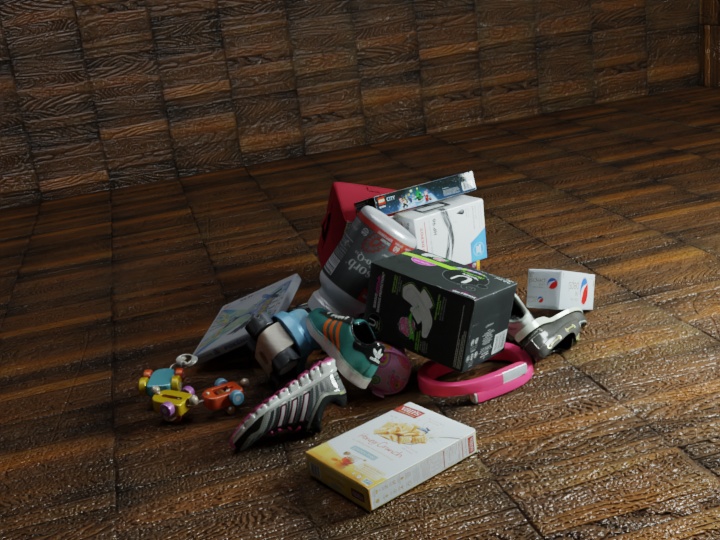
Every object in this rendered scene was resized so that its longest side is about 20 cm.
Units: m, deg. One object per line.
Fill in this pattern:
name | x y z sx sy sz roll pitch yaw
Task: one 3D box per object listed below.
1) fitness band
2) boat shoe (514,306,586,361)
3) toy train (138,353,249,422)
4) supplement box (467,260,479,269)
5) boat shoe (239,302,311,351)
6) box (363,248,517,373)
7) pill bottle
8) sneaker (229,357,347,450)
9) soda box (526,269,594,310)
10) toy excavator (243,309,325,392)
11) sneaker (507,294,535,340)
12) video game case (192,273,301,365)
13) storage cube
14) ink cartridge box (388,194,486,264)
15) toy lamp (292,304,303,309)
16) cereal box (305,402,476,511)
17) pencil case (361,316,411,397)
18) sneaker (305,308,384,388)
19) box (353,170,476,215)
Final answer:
fitness band | 0.187 0.164 1.498 0.198 0.038 0.143 -16 17 -26
boat shoe | 0.332 0.111 1.560 0.200 0.072 0.061 -11 59 -49
toy train | -0.280 0.205 1.532 0.149 0.056 0.199 -18 24 -33
supplement box | 0.137 0.048 1.740 0.085 0.112 0.199 11 26 43
boat shoe | -0.131 0.110 1.718 0.197 0.073 0.068 -15 9 7
box | 0.126 0.059 1.497 0.198 0.126 0.148 21 22 32
pill bottle | 0.000 0.000 1.603 0.115 0.201 0.116 32 10 -6
sneaker | -0.101 0.218 1.385 0.199 0.088 0.074 -35 -1 -14
soda box | 0.361 0.036 1.654 0.063 0.069 0.199 3 -1 31
toy excavator | -0.094 0.119 1.591 0.199 0.195 0.100 -30 69 -25
sneaker | 0.230 0.045 1.628 0.199 0.089 0.074 34 75 32
video game case | -0.210 0.088 1.728 0.181 0.022 0.201 -24 20 20
storage cube | 0.022 -0.058 1.895 0.197 0.173 0.180 8 28 -14
ink cartridge box | 0.132 -0.058 1.695 0.198 0.118 0.068 -18 20 -27
toy lamp | -0.083 0.075 1.838 0.058 0.059 0.199 4 21 31
cereal box | 0.043 0.251 1.278 0.198 0.040 0.143 -21 22 -35
pencil case | 0.036 0.138 1.560 0.086 0.089 0.200 -8 19 -1
sneaker | -0.020 0.104 1.476 0.071 0.080 0.200 30 10 -38
box | 0.100 -0.138 1.730 0.198 0.038 0.136 -16 4 -16
